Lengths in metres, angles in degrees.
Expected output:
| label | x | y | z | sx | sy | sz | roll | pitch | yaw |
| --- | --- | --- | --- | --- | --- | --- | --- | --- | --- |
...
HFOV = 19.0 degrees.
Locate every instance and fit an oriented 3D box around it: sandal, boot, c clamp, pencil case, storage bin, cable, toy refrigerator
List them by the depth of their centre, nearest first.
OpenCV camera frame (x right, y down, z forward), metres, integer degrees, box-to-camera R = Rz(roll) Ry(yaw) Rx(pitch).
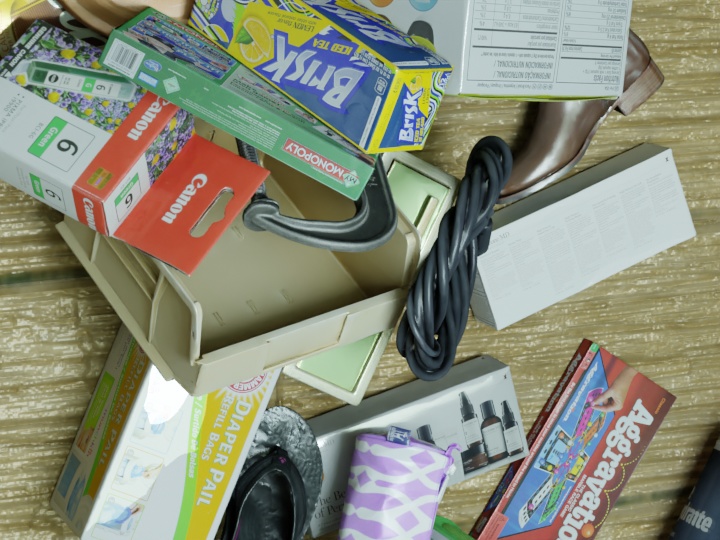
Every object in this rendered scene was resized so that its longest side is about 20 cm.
| label | x | y | z | sx | sy | sz | roll | pitch | yaw |
| --- | --- | --- | --- | --- | --- | --- | --- | --- | --- |
| c clamp | -0.061 | -0.085 | 1.581 | 0.170 | 0.200 | 0.027 | 1 | 135 | -26 |
| storage bin | -0.090 | -0.026 | 1.593 | 0.199 | 0.199 | 0.094 | -18 | 145 | -33 |
| cable | 0.076 | -0.009 | 1.634 | 0.051 | 0.200 | 0.164 | 23 | 125 | 4 |
| sandal | -0.074 | 0.199 | 1.660 | 0.075 | 0.048 | 0.201 | 21 | 69 | -12 |
| pencil case | 0.022 | 0.222 | 1.689 | 0.085 | 0.084 | 0.201 | 11 | 89 | 6 |
| toy refrigerator | 0.000 | 0.000 | 1.730 | 0.076 | 0.070 | 0.201 | 26 | 89 | -24 |
| boot | 0.128 | -0.181 | 1.756 | 0.186 | 0.064 | 0.200 | -42 | 109 | -10 |

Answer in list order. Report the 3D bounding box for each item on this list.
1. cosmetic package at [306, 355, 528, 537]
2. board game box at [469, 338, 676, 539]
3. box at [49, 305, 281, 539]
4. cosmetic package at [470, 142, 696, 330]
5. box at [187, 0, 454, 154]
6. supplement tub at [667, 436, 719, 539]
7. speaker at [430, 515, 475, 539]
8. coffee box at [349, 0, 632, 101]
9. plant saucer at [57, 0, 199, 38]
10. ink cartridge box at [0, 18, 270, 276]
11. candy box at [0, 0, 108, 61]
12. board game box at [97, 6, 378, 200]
| label | x | y | z | sx | sy | sz | roll | pitch | yaw |
| --- | --- | --- | --- | --- | --- | --- | --- | --- | --- |
| cosmetic package | 0.035 | 0.143 | 1.772 | 0.199 | 0.051 | 0.083 | -20 | 105 | -17 |
| board game box | 0.184 | 0.170 | 1.864 | 0.103 | 0.019 | 0.201 | 32 | 87 | -25 |
| box | -0.148 | 0.118 | 1.668 | 0.101 | 0.112 | 0.201 | 22 | 90 | -23 |
| cosmetic package | 0.178 | -0.031 | 1.807 | 0.199 | 0.051 | 0.083 | -24 | 110 | -17 |
| box | -0.031 | -0.160 | 1.532 | 0.064 | 0.200 | 0.070 | -8 | 127 | -48 |
| supplement tub | 0.351 | 0.224 | 1.876 | 0.140 | 0.140 | 0.201 | 28 | 88 | -24 |
| speaker | 0.082 | 0.258 | 1.739 | 0.088 | 0.200 | 0.089 | -4 | 101 | -21 |
| coffee box | 0.070 | -0.234 | 1.612 | 0.200 | 0.199 | 0.199 | -5 | 103 | -48 |
| plant saucer | -0.147 | -0.264 | 1.585 | 0.199 | 0.032 | 0.201 | -3 | 99 | -21 |
| ink cartridge box | -0.175 | -0.088 | 1.513 | 0.199 | 0.050 | 0.109 | 27 | 62 | 17 |
| candy box | -0.187 | -0.176 | 1.629 | 0.199 | 0.056 | 0.117 | -19 | 106 | -17 |
| board game box | -0.078 | -0.120 | 1.515 | 0.199 | 0.135 | 0.029 | 28 | 103 | -2 |
